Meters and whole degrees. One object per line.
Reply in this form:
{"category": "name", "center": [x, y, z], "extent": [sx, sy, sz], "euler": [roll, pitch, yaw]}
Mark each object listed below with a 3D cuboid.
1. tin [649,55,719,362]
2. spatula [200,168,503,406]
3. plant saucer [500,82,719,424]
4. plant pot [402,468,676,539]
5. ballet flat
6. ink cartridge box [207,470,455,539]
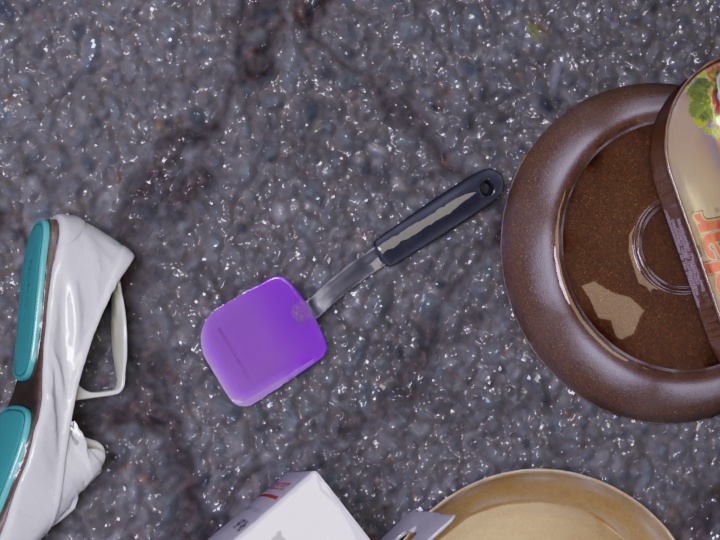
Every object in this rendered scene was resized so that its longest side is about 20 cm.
{"category": "tin", "center": [0.232, -0.023, 0.849], "extent": [0.111, 0.042, 0.202], "euler": [-17, 86, -15]}
{"category": "spatula", "center": [0.000, 0.000, 0.845], "extent": [0.199, 0.021, 0.057], "euler": [-35, 103, -14]}
{"category": "plant saucer", "center": [0.181, -0.013, 0.874], "extent": [0.198, 0.032, 0.203], "euler": [1, 83, -10]}
{"category": "plant pot", "center": [0.097, 0.211, 0.836], "extent": [0.198, 0.027, 0.203], "euler": [1, 84, -9]}
{"category": "ballet flat", "center": [-0.159, 0.072, 0.795], "extent": [0.069, 0.069, 0.202], "euler": [12, 81, -8]}
{"category": "ink cartridge box", "center": [-0.055, 0.165, 0.770], "extent": [0.199, 0.116, 0.068], "euler": [-39, 90, -13]}
